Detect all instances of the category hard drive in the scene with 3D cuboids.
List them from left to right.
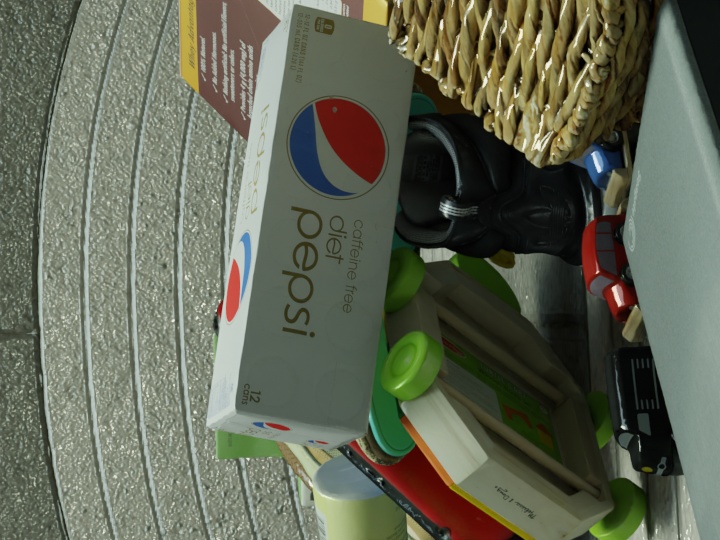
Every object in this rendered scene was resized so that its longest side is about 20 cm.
[{"bbox_3d":[0.141,0.010,0.873,0.201,0.033,0.140,-98,7,-45],"label":"hard drive"}]

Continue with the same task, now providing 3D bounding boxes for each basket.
[{"bbox_3d":[0.111,-0.162,0.962,0.143,0.148,0.201,41,145,34],"label":"basket"}]

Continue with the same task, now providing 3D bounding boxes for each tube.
[{"bbox_3d":[0.009,0.199,1.281,0.052,0.058,0.201,31,134,51],"label":"tube"}]

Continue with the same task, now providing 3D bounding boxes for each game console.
[{"bbox_3d":[0.020,0.085,1.271,0.172,0.200,0.119,-36,-19,-45],"label":"game console"}]

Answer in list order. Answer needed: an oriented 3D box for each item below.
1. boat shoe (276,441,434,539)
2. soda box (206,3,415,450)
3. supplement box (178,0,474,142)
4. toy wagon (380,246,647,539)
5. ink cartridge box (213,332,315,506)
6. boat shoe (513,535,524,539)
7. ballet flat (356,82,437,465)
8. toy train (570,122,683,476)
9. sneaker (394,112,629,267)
[{"bbox_3d":[0.025,0.126,1.363,0.200,0.072,0.076,38,98,43],"label":"boat shoe"},{"bbox_3d":[-0.023,-0.020,1.089,0.064,0.068,0.201,146,133,-70],"label":"soda box"},{"bbox_3d":[0.002,-0.155,1.306,0.200,0.132,0.198,44,149,32],"label":"supplement box"},{"bbox_3d":[0.067,0.050,1.126,0.040,0.155,0.201,-42,29,21],"label":"toy wagon"},{"bbox_3d":[0.005,0.093,1.474,0.059,0.198,0.104,-98,7,-57],"label":"ink cartridge box"},{"bbox_3d":[0.071,0.191,1.374,0.067,0.073,0.201,78,-166,-61],"label":"boat shoe"},{"bbox_3d":[0.000,0.000,1.184,0.068,0.075,0.202,8,-97,-50],"label":"ballet flat"},{"bbox_3d":[0.120,-0.003,1.012,0.034,0.045,0.201,99,168,-64],"label":"toy train"},{"bbox_3d":[0.070,-0.056,1.138,0.200,0.113,0.076,-111,26,-72],"label":"sneaker"}]
